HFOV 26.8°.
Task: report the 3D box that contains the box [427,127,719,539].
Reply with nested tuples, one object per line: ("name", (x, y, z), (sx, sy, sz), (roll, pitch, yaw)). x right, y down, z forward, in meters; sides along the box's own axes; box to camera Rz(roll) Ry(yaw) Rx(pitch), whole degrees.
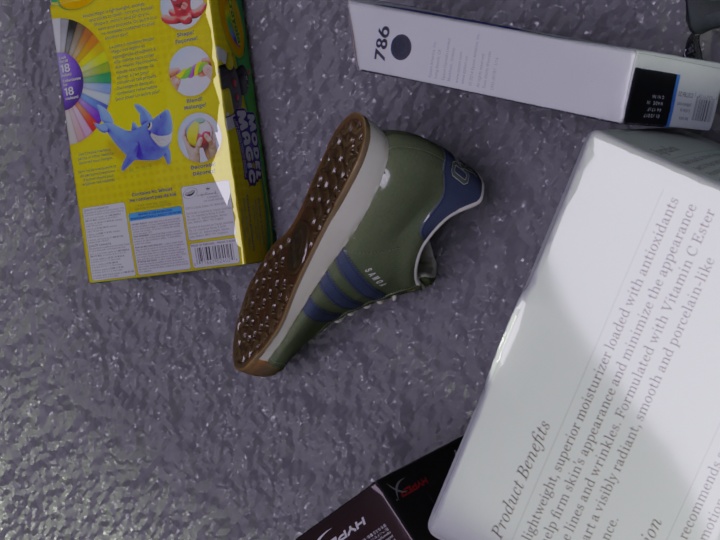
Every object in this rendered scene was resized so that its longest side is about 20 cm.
("box", (0.151, 0.045, 0.721), (0.130, 0.200, 0.200), (26, 105, 19))

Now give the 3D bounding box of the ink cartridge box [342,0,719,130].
("ink cartridge box", (0.075, -0.109, 0.778), (0.199, 0.099, 0.040), (19, 104, 36))

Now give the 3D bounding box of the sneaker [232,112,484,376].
("sneaker", (0.000, 0.000, 0.859), (0.067, 0.089, 0.201), (-96, 27, -42))

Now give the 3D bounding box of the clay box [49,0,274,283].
("clay box", (-0.122, -0.098, 0.919), (0.114, 0.048, 0.202), (-6, 92, 25))

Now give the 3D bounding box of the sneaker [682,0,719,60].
("sneaker", (0.218, -0.141, 0.747), (0.140, 0.078, 0.200), (-48, 66, 22))

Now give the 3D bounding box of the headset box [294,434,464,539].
("headset box", (0.068, 0.197, 0.802), (0.075, 0.148, 0.201), (-38, 78, 25))
